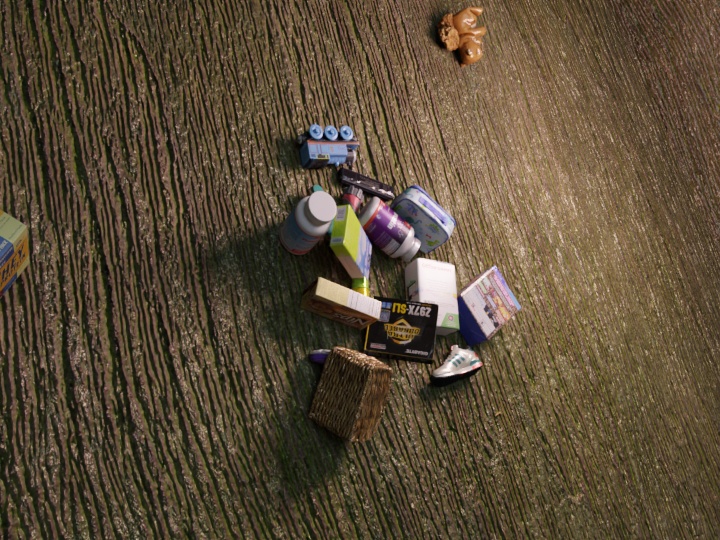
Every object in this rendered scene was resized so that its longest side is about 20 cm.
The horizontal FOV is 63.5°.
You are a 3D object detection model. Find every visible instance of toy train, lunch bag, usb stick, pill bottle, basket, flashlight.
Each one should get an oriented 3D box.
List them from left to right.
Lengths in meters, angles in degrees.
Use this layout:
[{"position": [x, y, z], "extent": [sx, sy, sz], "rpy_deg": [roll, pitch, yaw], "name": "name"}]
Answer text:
[{"position": [-0.139, -0.129, 1.560], "extent": [0.105, 0.199, 0.113], "rpy_deg": [11, 65, -24], "name": "pill bottle"}, {"position": [-0.095, -0.369, 1.754], "extent": [0.194, 0.086, 0.119], "rpy_deg": [-5, 79, -30], "name": "toy train"}, {"position": [-0.047, -0.149, 1.710], "extent": [0.066, 0.068, 0.205], "rpy_deg": [24, 66, -10], "name": "flashlight"}, {"position": [-0.018, 0.314, 1.492], "extent": [0.141, 0.146, 0.207], "rpy_deg": [16, 91, -56], "name": "basket"}, {"position": [0.017, -0.268, 1.810], "extent": [0.194, 0.033, 0.057], "rpy_deg": [17, 55, -24], "name": "usb stick"}, {"position": [0.084, -0.118, 1.741], "extent": [0.198, 0.112, 0.114], "rpy_deg": [37, 57, -12], "name": "pill bottle"}, {"position": [0.185, -0.156, 1.786], "extent": [0.198, 0.160, 0.084], "rpy_deg": [39, 57, -10], "name": "lunch bag"}]

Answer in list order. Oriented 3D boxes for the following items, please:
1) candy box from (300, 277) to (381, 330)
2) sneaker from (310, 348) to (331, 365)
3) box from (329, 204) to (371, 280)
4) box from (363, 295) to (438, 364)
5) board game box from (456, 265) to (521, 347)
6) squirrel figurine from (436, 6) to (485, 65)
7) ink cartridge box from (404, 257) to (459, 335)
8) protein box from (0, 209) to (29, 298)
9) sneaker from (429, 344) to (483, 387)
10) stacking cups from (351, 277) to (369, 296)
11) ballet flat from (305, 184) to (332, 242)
[{"position": [-0.053, 0.093, 1.575], "extent": [0.195, 0.115, 0.057], "rpy_deg": [22, 62, -21], "name": "candy box"}, {"position": [-0.050, 0.271, 1.535], "extent": [0.196, 0.080, 0.085], "rpy_deg": [31, 69, -13], "name": "sneaker"}, {"position": [-0.023, -0.071, 1.592], "extent": [0.201, 0.046, 0.126], "rpy_deg": [57, 35, -55], "name": "box"}, {"position": [0.116, 0.166, 1.628], "extent": [0.192, 0.050, 0.165], "rpy_deg": [7, 64, 9], "name": "box"}, {"position": [0.385, 0.112, 1.836], "extent": [0.198, 0.096, 0.162], "rpy_deg": [-32, 88, -35], "name": "board game box"}, {"position": [0.382, -0.884, 2.225], "extent": [0.193, 0.141, 0.194], "rpy_deg": [-3, 82, -16], "name": "squirrel figurine"}, {"position": [0.214, 0.081, 1.756], "extent": [0.140, 0.084, 0.207], "rpy_deg": [9, 67, -26], "name": "ink cartridge box"}, {"position": [-0.787, -0.053, 1.150], "extent": [0.196, 0.199, 0.138], "rpy_deg": [34, 58, -13], "name": "protein box"}, {"position": [0.272, 0.278, 1.734], "extent": [0.194, 0.071, 0.095], "rpy_deg": [-10, 58, -31], "name": "sneaker"}, {"position": [0.000, 0.000, 1.675], "extent": [0.059, 0.060, 0.207], "rpy_deg": [10, 66, -26], "name": "stacking cups"}, {"position": [-0.106, -0.146, 1.661], "extent": [0.069, 0.065, 0.205], "rpy_deg": [1, 59, -41], "name": "ballet flat"}]
